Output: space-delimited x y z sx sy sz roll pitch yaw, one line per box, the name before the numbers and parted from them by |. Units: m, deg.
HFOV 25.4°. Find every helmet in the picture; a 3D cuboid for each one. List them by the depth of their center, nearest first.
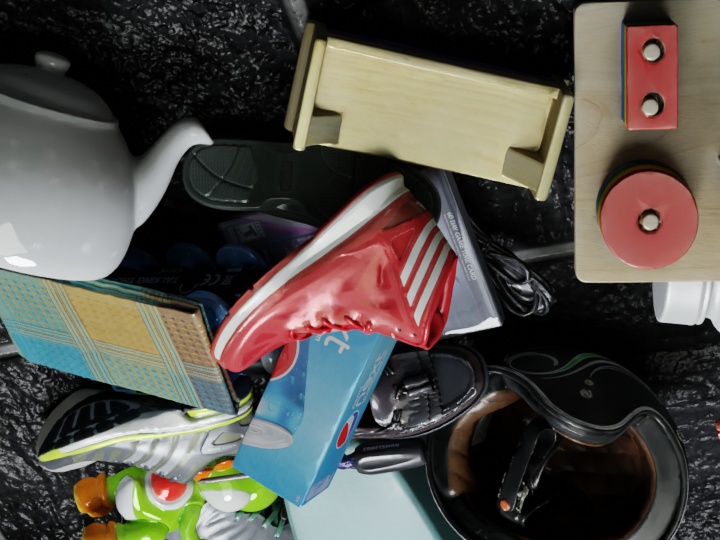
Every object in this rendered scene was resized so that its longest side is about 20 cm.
helmet | 0.170 0.157 1.327 0.189 0.202 0.200 8 141 -41

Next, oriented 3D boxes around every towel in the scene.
towel | -0.196 0.048 1.241 0.198 0.022 0.147 12 147 19

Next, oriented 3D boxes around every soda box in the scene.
soda box | -0.024 0.076 1.235 0.067 0.064 0.202 28 105 15

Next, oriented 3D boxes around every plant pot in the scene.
plant pot | 0.011 0.198 1.423 0.140 0.142 0.201 -17 120 19

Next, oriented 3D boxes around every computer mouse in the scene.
computer mouse | 0.058 0.033 1.313 0.138 0.053 0.200 37 121 -6

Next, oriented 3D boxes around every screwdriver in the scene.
screwdriver | -0.041 0.159 1.328 0.197 0.029 0.028 -4 163 13

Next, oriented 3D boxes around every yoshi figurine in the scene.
yoshi figurine | -0.150 0.205 1.447 0.198 0.112 0.113 -20 106 6

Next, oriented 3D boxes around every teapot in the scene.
teapot | -0.247 -0.088 1.159 0.196 0.199 0.148 22 100 33

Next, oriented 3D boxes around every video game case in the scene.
video game case | 0.000 0.000 1.272 0.198 0.019 0.144 -13 113 24

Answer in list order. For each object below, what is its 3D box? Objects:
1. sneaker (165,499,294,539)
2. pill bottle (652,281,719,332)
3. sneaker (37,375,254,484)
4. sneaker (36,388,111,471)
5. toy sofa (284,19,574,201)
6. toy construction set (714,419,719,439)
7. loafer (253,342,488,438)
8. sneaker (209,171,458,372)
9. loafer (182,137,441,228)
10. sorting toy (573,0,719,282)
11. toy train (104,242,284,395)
sneaker | -0.112 0.234 1.510 0.197 0.075 0.088 4 130 2
pill bottle | 0.327 -0.004 1.216 0.197 0.115 0.115 2 134 3
sneaker | -0.176 0.145 1.341 0.198 0.074 0.082 -12 116 12
sneaker | -0.200 0.139 1.431 0.199 0.076 0.088 -27 138 25
toy sofa | 0.049 -0.120 1.160 0.198 0.098 0.084 11 110 -6
toy construction set | 0.407 0.152 1.375 0.198 0.093 0.131 -1 159 16
loafer | 0.006 0.106 1.289 0.198 0.073 0.063 -14 176 25
sneaker | -0.013 0.034 1.151 0.200 0.078 0.116 -44 83 23
loafer | -0.033 -0.065 1.213 0.198 0.063 0.073 11 91 7
sorting toy | 0.249 -0.086 1.109 0.197 0.070 0.201 -1 103 5
toy train | -0.136 0.042 1.291 0.198 0.087 0.115 -1 129 32
